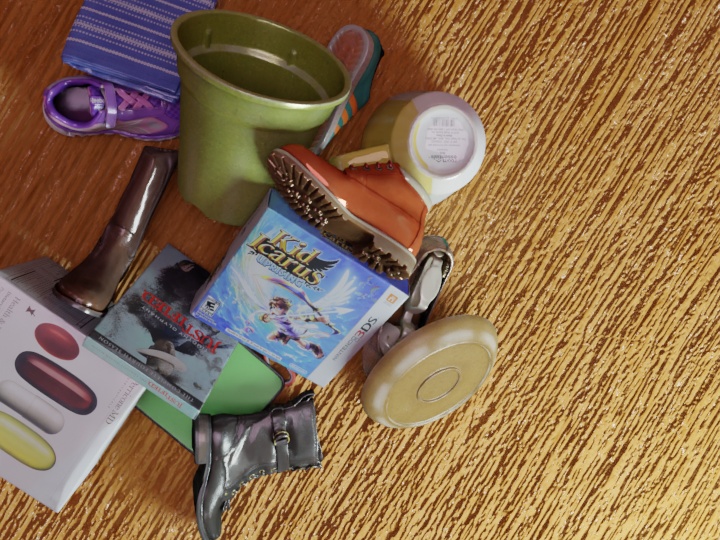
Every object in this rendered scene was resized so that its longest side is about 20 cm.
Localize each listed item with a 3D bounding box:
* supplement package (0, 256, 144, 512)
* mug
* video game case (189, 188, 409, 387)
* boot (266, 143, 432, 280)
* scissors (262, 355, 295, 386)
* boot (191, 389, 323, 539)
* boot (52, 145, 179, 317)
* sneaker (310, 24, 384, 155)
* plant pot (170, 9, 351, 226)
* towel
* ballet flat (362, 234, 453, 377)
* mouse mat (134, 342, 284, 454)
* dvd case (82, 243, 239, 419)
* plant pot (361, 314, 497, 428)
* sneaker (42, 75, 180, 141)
[{"bbox_3d":[-0.363,0.126,0.807,0.199,0.147,0.193,35,94,-8],"label":"supplement package"},{"bbox_3d":[0.070,-0.139,0.840,0.187,0.153,0.150,-45,100,-1],"label":"mug"},{"bbox_3d":[-0.072,0.030,0.813,0.198,0.046,0.182,31,119,-20],"label":"video game case"},{"bbox_3d":[-0.007,-0.088,0.741,0.199,0.075,0.109,36,70,-23],"label":"boot"},{"bbox_3d":[-0.117,0.054,0.904,0.072,0.014,0.203,-23,100,-3],"label":"scissors"},{"bbox_3d":[-0.131,0.260,0.898,0.171,0.069,0.204,-2,108,-18],"label":"boot"},{"bbox_3d":[-0.270,-0.057,0.789,0.064,0.186,0.202,29,94,-18],"label":"boot"},{"bbox_3d":[-0.033,-0.206,0.862,0.071,0.080,0.201,44,112,19],"label":"sneaker"},{"bbox_3d":[-0.131,-0.162,0.783,0.197,0.202,0.186,18,127,-9],"label":"plant pot"},{"bbox_3d":[-0.251,-0.304,0.815,0.142,0.024,0.203,17,69,-8],"label":"towel"},{"bbox_3d":[0.058,0.051,0.843,0.067,0.067,0.203,20,96,-17],"label":"ballet flat"},{"bbox_3d":[-0.218,0.142,0.898,0.200,0.008,0.161,42,94,-10],"label":"mouse mat"},{"bbox_3d":[-0.213,0.064,0.810,0.145,0.201,0.022,37,123,-9],"label":"dvd case"},{"bbox_3d":[0.095,0.138,0.870,0.197,0.028,0.202,-18,139,-16],"label":"plant pot"},{"bbox_3d":[-0.287,-0.198,0.821,0.196,0.088,0.082,-4,95,-8],"label":"sneaker"}]
